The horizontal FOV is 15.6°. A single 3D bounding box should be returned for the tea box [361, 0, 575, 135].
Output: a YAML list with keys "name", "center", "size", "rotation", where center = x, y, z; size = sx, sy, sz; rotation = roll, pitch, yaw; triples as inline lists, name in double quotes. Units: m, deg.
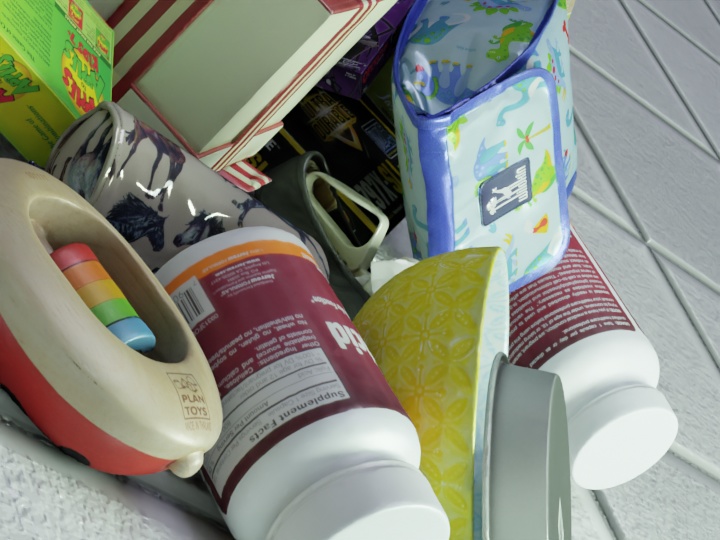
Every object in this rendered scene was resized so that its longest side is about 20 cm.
- name: "tea box"
  center: [0.041, -0.205, 2.037]
  size: [0.200, 0.133, 0.197]
  rotation: [52, -23, 16]

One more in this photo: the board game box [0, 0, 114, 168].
- name: "board game box"
  center: [-0.214, -0.154, 1.517]
  size: [0.200, 0.047, 0.102]
  rotation: [50, 29, -45]

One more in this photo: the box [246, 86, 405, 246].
- name: "box"
  center: [-0.030, -0.088, 1.914]
  size: [0.160, 0.049, 0.200]
  rotation: [48, 18, 0]

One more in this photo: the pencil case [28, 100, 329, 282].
- name: "pencil case"
  center: [-0.103, -0.017, 1.548]
  size: [0.200, 0.090, 0.078]
  rotation: [33, 2, -38]

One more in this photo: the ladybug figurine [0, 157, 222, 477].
- name: "ladybug figurine"
  center: [-0.148, 0.032, 1.355]
  size: [0.200, 0.072, 0.136]
  rotation: [54, 20, 22]

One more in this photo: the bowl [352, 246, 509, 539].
- name: "bowl"
  center: [0.025, 0.082, 1.542]
  size: [0.107, 0.201, 0.200]
  rotation: [4, 17, 8]

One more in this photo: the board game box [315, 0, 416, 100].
- name: "board game box"
  center: [-0.066, -0.190, 1.849]
  size: [0.199, 0.032, 0.120]
  rotation: [19, 40, 15]

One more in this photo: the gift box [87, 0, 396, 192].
- name: "gift box"
  center: [-0.096, -0.161, 1.691]
  size: [0.185, 0.187, 0.200]
  rotation: [49, 19, 9]

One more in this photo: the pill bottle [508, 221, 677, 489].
- name: "pill bottle"
  center: [0.143, 0.055, 1.890]
  size: [0.113, 0.113, 0.200]
  rotation: [24, 28, -49]

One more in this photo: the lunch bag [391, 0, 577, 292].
- name: "lunch bag"
  center: [0.080, -0.085, 1.814]
  size: [0.200, 0.127, 0.171]
  rotation: [-60, 149, -50]

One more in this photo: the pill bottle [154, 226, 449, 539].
- name: "pill bottle"
  center: [-0.037, 0.083, 1.427]
  size: [0.114, 0.114, 0.200]
  rotation: [23, 29, -51]

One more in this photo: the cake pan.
- name: "cake pan"
  center: [0.098, 0.147, 1.521]
  size: [0.200, 0.037, 0.201]
  rotation: [-1, 90, -81]

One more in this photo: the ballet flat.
- name: "ballet flat"
  center: [0.000, 0.000, 1.758]
  size: [0.200, 0.068, 0.068]
  rotation: [53, 18, 18]
